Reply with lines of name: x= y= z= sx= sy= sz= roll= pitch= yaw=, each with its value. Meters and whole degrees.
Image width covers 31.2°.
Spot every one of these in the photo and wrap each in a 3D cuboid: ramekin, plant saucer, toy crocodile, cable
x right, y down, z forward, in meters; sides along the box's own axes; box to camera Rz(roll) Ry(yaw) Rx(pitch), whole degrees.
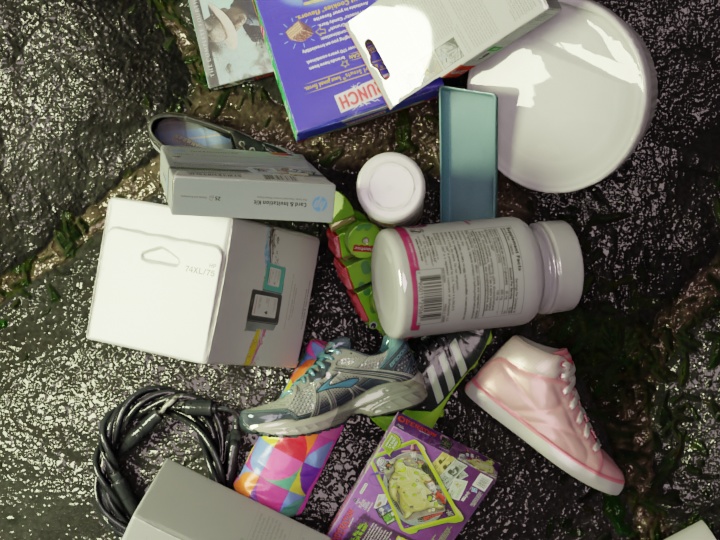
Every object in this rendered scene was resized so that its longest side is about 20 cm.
ramekin: x=0.219 y=-0.188 z=1.354 sx=0.201 sy=0.094 sz=0.204 roll=8 pitch=106 yaw=29
plant saucer: x=0.118 y=-0.098 z=1.377 sx=0.070 sy=0.019 sz=0.201 roll=14 pitch=118 yaw=33
toy crocodile: x=0.000 y=0.000 z=1.384 sx=0.061 sy=0.068 sz=0.201 roll=-25 pitch=113 yaw=-8
cable: x=-0.219 y=0.231 z=1.420 sx=0.162 sy=0.051 sz=0.201 roll=11 pitch=89 yaw=4

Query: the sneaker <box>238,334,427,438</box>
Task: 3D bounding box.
sneaker: x=-0.034 y=0.116 z=1.321 sx=0.199 sy=0.078 sz=0.087 roll=-14 pitch=91 yaw=-19

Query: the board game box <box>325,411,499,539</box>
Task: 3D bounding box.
board game box: x=0.051 y=0.245 z=1.354 sx=0.119 sy=0.032 sz=0.201 roll=25 pitch=127 yaw=-5

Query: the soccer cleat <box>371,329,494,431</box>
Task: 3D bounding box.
soccer cleat: x=0.081 y=0.092 z=1.392 sx=0.081 sy=0.067 sz=0.201 roll=29 pitch=91 yaw=-26

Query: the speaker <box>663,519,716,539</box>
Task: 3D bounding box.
speaker: x=0.298 y=0.346 z=1.371 sx=0.199 sy=0.081 sz=0.082 roll=-29 pitch=87 yaw=2

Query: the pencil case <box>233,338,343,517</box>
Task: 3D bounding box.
pencil case: x=-0.059 y=0.171 z=1.398 sx=0.088 sy=0.088 sz=0.201 roll=30 pitch=92 yaw=4

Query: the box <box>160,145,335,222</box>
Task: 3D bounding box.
box: x=-0.119 y=-0.089 z=1.292 sx=0.155 sy=0.200 sz=0.041 roll=2 pitch=104 yaw=-13

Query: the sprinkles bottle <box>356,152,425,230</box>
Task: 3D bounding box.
sprinkles bottle: x=0.034 y=-0.078 z=1.340 sx=0.068 sy=0.200 sz=0.069 roll=0 pitch=88 yaw=3

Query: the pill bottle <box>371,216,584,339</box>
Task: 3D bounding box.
pill bottle: x=0.119 y=0.005 z=1.322 sx=0.199 sy=0.113 sz=0.114 roll=-5 pitch=88 yaw=-15

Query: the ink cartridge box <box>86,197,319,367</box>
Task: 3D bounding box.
ink cartridge box: x=-0.158 y=0.016 z=1.331 sx=0.146 sy=0.200 sz=0.147 roll=10 pitch=89 yaw=24

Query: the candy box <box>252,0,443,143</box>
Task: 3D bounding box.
candy box: x=-0.020 y=-0.260 z=1.391 sx=0.168 sy=0.077 sz=0.201 roll=-17 pitch=86 yaw=-1

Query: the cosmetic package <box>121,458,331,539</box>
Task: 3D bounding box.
cosmetic package: x=-0.165 y=0.339 z=1.339 sx=0.199 sy=0.123 sz=0.200 roll=26 pitch=113 yaw=-3

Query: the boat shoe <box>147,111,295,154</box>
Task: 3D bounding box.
boat shoe: x=-0.144 y=-0.126 z=1.419 sx=0.199 sy=0.066 sz=0.070 roll=26 pitch=90 yaw=4

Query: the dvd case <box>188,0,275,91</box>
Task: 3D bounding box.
dvd case: x=-0.089 y=-0.295 z=1.444 sx=0.199 sy=0.022 sz=0.147 roll=-13 pitch=87 yaw=3

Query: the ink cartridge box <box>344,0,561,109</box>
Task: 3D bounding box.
ink cartridge box: x=0.092 y=-0.260 z=1.319 sx=0.199 sy=0.050 sz=0.109 roll=-30 pitch=85 yaw=27

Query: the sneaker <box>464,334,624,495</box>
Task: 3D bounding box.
sneaker: x=0.219 y=0.148 z=1.383 sx=0.200 sy=0.075 sz=0.105 roll=37 pitch=96 yaw=8
